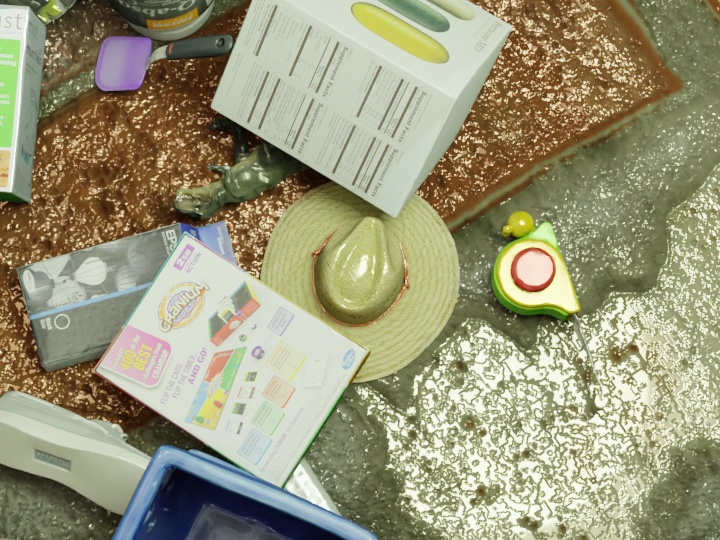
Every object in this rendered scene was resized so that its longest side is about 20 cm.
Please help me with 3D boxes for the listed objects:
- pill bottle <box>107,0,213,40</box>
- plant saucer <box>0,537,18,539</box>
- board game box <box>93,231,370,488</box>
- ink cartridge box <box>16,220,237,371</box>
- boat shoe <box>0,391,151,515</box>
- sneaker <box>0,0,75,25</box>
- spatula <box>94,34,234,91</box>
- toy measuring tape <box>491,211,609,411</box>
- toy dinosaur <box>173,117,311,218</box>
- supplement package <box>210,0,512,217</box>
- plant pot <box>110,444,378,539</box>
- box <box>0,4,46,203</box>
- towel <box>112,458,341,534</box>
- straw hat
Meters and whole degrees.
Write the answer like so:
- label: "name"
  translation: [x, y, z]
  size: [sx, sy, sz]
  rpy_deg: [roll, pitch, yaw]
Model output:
- label: "pill bottle"
  translation: [-0.186, -0.289, 1.634]
  size: [0.116, 0.200, 0.116]
  rpy_deg: [0, 77, -1]
- label: "plant saucer"
  translation: [-0.324, 0.339, 1.576]
  size: [0.200, 0.037, 0.201]
  rpy_deg: [0, 78, -1]
- label: "board game box"
  translation: [-0.114, 0.082, 1.594]
  size: [0.200, 0.040, 0.153]
  rpy_deg: [33, 86, 5]
- label: "ink cartridge box"
  translation: [-0.210, 0.019, 1.649]
  size: [0.200, 0.039, 0.100]
  rpy_deg: [-17, 78, -6]
- label: "boat shoe"
  translation: [-0.246, 0.163, 1.604]
  size: [0.200, 0.072, 0.069]
  rpy_deg: [16, 38, 9]
- label: "sneaker"
  translation: [-0.283, -0.314, 1.708]
  size: [0.074, 0.085, 0.200]
  rpy_deg: [39, 100, -18]
- label: "spatula"
  translation: [-0.182, -0.199, 1.645]
  size: [0.021, 0.200, 0.057]
  rpy_deg: [22, 75, -39]
- label: "toy measuring tape"
  translation: [0.167, 0.041, 1.638]
  size: [0.074, 0.074, 0.200]
  rpy_deg: [-16, 78, -5]
- label: "toy dinosaur"
  translation: [-0.092, -0.114, 1.681]
  size: [0.200, 0.047, 0.088]
  rpy_deg: [-21, 82, -11]
- label: "supplement package"
  translation: [0.001, -0.185, 1.613]
  size: [0.200, 0.151, 0.152]
  rpy_deg: [31, 41, 5]
- label: "plant pot"
  translation: [-0.111, 0.264, 1.484]
  size: [0.200, 0.180, 0.200]
  rpy_deg: [24, 89, 1]
- label: "box"
  translation: [-0.403, -0.160, 1.646]
  size: [0.200, 0.097, 0.177]
  rpy_deg: [5, 87, 0]
- label: "towel"
  translation: [-0.098, 0.271, 1.597]
  size: [0.193, 0.035, 0.200]
  rpy_deg: [-30, 80, -7]
- label: "straw hat"
  translation: [0.000, 0.000, 1.633]
  size: [0.201, 0.085, 0.201]
  rpy_deg: [0, 78, -1]
